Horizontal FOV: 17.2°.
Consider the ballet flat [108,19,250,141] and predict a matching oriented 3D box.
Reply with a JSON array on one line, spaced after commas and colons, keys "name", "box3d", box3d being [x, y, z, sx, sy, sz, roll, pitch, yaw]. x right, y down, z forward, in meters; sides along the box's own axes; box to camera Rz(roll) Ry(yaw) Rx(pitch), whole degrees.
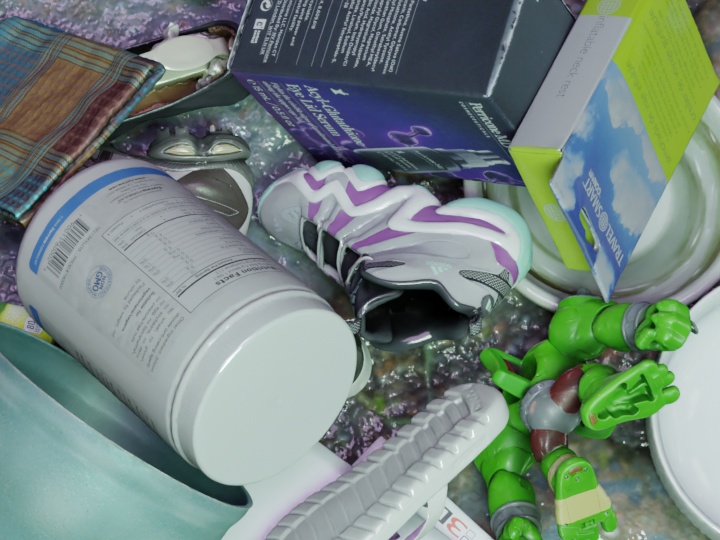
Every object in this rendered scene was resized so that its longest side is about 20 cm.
[{"name": "ballet flat", "box3d": [-0.164, -0.130, 1.644, 0.200, 0.073, 0.073, -16, 74, -6]}]

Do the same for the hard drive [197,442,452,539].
[{"name": "hard drive", "box3d": [-0.021, 0.196, 1.526, 0.200, 0.025, 0.132, 35, 74, 11]}]

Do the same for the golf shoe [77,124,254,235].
[{"name": "golf shoe", "box3d": [-0.171, -0.042, 1.613, 0.200, 0.078, 0.095, -6, 76, -1]}]

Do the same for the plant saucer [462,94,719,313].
[{"name": "plant saucer", "box3d": [0.169, -0.054, 1.642, 0.200, 0.050, 0.200, 1, 74, -2]}]

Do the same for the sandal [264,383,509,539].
[{"name": "sandal", "box3d": [0.020, 0.151, 1.500, 0.203, 0.082, 0.050, -38, 117, -10]}]

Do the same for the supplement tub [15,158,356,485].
[{"name": "supplement tub", "box3d": [-0.112, 0.029, 1.485, 0.132, 0.132, 0.200, -42, 53, -13]}]

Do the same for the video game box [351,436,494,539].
[{"name": "video game box", "box3d": [0.012, 0.240, 1.551, 0.182, 0.047, 0.200, 41, 76, 13]}]

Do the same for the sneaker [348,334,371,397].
[{"name": "sneaker", "box3d": [-0.090, 0.063, 1.576, 0.200, 0.091, 0.067, -10, 73, -5]}]

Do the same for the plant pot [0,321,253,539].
[{"name": "plant pot", "box3d": [-0.186, 0.141, 1.457, 0.200, 0.200, 0.134, 36, 93, 8]}]

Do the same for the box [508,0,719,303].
[{"name": "box", "box3d": [0.163, -0.093, 1.545, 0.048, 0.122, 0.200, 7, 54, 35]}]

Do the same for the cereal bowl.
[{"name": "cereal bowl", "box3d": [0.285, 0.102, 1.581, 0.200, 0.083, 0.200, 0, 73, -1]}]

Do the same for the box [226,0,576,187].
[{"name": "box", "box3d": [0.039, -0.137, 1.577, 0.200, 0.148, 0.104, 8, 71, 30]}]

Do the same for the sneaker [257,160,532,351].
[{"name": "sneaker", "box3d": [0.000, 0.000, 1.561, 0.200, 0.078, 0.140, 8, 41, 26]}]

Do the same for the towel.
[{"name": "towel", "box3d": [-0.230, -0.104, 1.590, 0.147, 0.022, 0.200, -51, 36, -15]}]

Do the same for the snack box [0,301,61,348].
[{"name": "snack box", "box3d": [-0.300, 0.113, 1.566, 0.169, 0.068, 0.200, 12, 72, 1]}]

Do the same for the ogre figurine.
[{"name": "ogre figurine", "box3d": [0.135, 0.090, 1.545, 0.098, 0.120, 0.200, 4, 112, -23]}]
